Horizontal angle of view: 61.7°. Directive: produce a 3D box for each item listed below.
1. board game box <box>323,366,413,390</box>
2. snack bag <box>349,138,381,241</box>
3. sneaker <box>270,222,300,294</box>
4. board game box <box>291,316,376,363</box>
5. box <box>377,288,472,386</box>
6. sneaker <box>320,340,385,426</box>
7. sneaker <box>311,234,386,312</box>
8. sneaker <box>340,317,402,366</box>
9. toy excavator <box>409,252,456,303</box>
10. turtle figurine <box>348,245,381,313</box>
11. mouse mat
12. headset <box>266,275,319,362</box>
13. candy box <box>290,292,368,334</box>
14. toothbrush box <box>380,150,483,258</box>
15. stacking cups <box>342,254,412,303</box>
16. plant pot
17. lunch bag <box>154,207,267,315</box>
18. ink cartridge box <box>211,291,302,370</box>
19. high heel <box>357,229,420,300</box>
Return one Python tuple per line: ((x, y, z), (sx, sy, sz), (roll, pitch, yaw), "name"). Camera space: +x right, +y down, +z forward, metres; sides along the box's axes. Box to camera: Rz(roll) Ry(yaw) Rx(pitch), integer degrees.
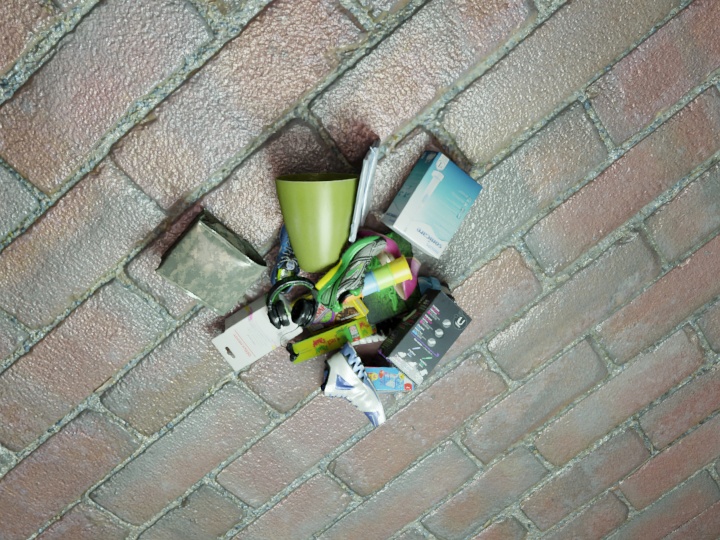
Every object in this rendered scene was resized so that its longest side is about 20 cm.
((0.016, 0.283, 1.545), (0.193, 0.200, 0.057), (4, 76, -13), "board game box")
((0.013, -0.181, 1.331), (0.021, 0.200, 0.191), (13, 113, 4), "snack bag")
((-0.160, -0.034, 1.417), (0.077, 0.089, 0.203), (10, 106, -16), "sneaker")
((-0.069, 0.168, 1.486), (0.198, 0.101, 0.048), (-23, 86, 22), "board game box")
((0.148, 0.153, 1.416), (0.106, 0.122, 0.201), (41, 85, -8), "box")
((-0.028, 0.275, 1.399), (0.114, 0.081, 0.201), (-27, 96, -1), "sneaker")
((-0.010, 0.007, 1.303), (0.200, 0.085, 0.078), (-48, 160, -2), "sneaker")
((0.046, 0.197, 1.584), (0.197, 0.076, 0.117), (-11, 122, 6), "sneaker")
((0.143, 0.048, 1.523), (0.197, 0.100, 0.197), (15, 110, -8), "toy excavator")
((0.000, 0.000, 1.464), (0.149, 0.100, 0.202), (-37, 106, -27), "turtle figurine")
((0.066, 0.014, 1.439), (0.159, 0.008, 0.203), (-18, 100, -24), "mouse mat")
((-0.158, 0.111, 1.411), (0.122, 0.094, 0.202), (-2, 123, -20), "headset")
((-0.078, 0.090, 1.455), (0.199, 0.026, 0.103), (-24, 105, 43), "candy box")
((0.166, -0.154, 1.408), (0.145, 0.085, 0.202), (31, 90, -23), "toothbrush box")
((0.014, 0.025, 1.352), (0.197, 0.061, 0.061), (-20, 117, 0), "stacking cups")
((-0.092, -0.105, 1.327), (0.184, 0.187, 0.203), (-3, 105, -10), "plant pot")
((-0.333, -0.013, 1.379), (0.200, 0.118, 0.164), (40, 101, -20), "lunch bag")
((-0.257, 0.146, 1.494), (0.198, 0.067, 0.118), (-31, 116, 2), "ink cartridge box")
((0.058, -0.014, 1.394), (0.199, 0.067, 0.097), (34, 68, -37), "high heel")
